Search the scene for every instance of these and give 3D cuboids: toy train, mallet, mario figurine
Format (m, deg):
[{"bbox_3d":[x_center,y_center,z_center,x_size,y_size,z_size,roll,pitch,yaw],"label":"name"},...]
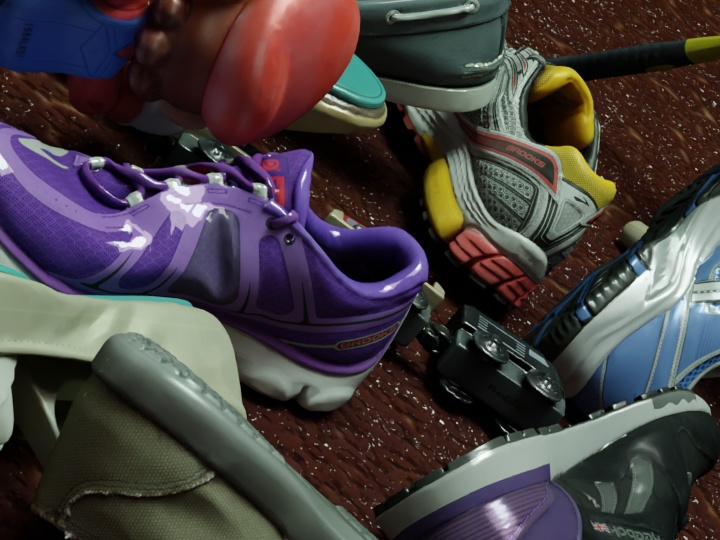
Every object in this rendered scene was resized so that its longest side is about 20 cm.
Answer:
[{"bbox_3d":[0.000,0.000,1.024,0.200,0.034,0.046,35,24,-11],"label":"toy train"},{"bbox_3d":[0.180,-0.107,1.292,0.066,0.200,0.041,22,70,-38],"label":"mallet"},{"bbox_3d":[-0.098,-0.107,0.933,0.199,0.106,0.123,10,-1,-13],"label":"mario figurine"}]

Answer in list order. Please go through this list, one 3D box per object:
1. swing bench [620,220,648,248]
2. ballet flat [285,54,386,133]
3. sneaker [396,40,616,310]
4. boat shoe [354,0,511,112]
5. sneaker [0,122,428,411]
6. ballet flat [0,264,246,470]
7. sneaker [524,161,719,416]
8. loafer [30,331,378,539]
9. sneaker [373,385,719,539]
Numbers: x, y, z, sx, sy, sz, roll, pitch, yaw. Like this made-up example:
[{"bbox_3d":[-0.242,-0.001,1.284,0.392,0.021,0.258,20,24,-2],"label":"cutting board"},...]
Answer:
[{"bbox_3d":[0.265,0.029,1.228,0.199,0.130,0.200,19,32,-40],"label":"swing bench"},{"bbox_3d":[-0.081,-0.101,1.033,0.200,0.063,0.069,36,24,5],"label":"ballet flat"},{"bbox_3d":[0.071,-0.066,1.163,0.078,0.082,0.200,38,22,-33],"label":"sneaker"},{"bbox_3d":[-0.032,-0.121,1.090,0.199,0.062,0.073,12,32,-10],"label":"boat shoe"},{"bbox_3d":[-0.062,-0.019,0.915,0.200,0.083,0.081,19,33,-36],"label":"sneaker"},{"bbox_3d":[-0.108,0.034,0.797,0.200,0.070,0.070,8,40,-49],"label":"ballet flat"},{"bbox_3d":[0.161,0.001,1.119,0.077,0.200,0.076,51,-16,-3],"label":"sneaker"},{"bbox_3d":[-0.024,0.104,0.802,0.200,0.070,0.075,44,-3,-17],"label":"loafer"},{"bbox_3d":[0.083,0.104,0.951,0.200,0.076,0.088,-12,71,-54],"label":"sneaker"}]
